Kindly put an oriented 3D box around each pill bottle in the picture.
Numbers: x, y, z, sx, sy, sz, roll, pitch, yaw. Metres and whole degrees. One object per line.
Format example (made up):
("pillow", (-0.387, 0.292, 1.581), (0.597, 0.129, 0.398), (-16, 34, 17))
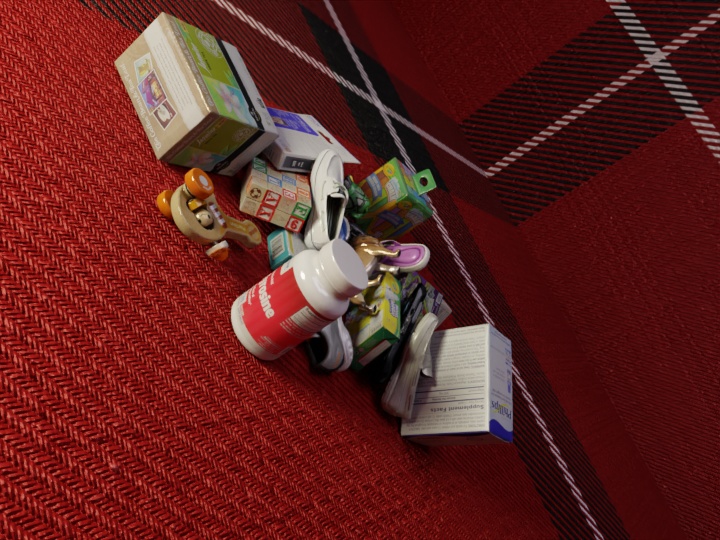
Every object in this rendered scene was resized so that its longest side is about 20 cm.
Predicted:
("pill bottle", (-0.089, 0.041, 1.007), (0.112, 0.199, 0.113), (43, 26, -27))

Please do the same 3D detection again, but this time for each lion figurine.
("lion figurine", (0.000, 0.000, 1.254), (0.200, 0.121, 0.073), (-49, 145, -49))

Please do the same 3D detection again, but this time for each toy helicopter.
("toy helicopter", (-0.217, -0.065, 1.054), (0.199, 0.078, 0.133), (20, 43, -60))

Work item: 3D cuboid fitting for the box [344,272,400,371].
("box", (0.022, 0.085, 1.275), (0.048, 0.117, 0.201), (38, 29, -22))

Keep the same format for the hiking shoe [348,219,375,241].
("hiking shoe", (0.001, -0.048, 1.483), (0.200, 0.075, 0.101), (49, 12, -35))

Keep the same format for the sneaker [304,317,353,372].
("sneaker", (-0.072, 0.076, 1.144), (0.079, 0.074, 0.202), (-1, 69, -53))

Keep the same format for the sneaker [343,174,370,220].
("sneaker", (-0.033, -0.137, 1.429), (0.085, 0.078, 0.200), (47, -7, -6))

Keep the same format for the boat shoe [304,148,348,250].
("boat shoe", (-0.050, -0.132, 1.241), (0.073, 0.066, 0.203), (19, 71, -43))

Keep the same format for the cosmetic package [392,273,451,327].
("cosmetic package", (0.093, 0.053, 1.458), (0.200, 0.103, 0.087), (41, 8, -35))

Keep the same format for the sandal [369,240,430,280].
("sandal", (0.045, -0.030, 1.362), (0.050, 0.201, 0.083), (49, 42, -41))

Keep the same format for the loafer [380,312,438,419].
("loafer", (0.104, 0.177, 1.249), (0.069, 0.202, 0.070), (24, -7, 7))

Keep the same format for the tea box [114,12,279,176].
("tea box", (-0.274, -0.291, 1.149), (0.196, 0.133, 0.202), (-1, 61, -63))

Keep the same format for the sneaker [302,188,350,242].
("sneaker", (-0.089, -0.092, 1.322), (0.088, 0.079, 0.200), (-2, 36, -35))

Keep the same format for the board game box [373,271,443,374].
("board game box", (0.095, 0.110, 1.362), (0.120, 0.032, 0.202), (40, 64, -39))

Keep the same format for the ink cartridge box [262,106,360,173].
("ink cartridge box", (-0.128, -0.259, 1.338), (0.199, 0.044, 0.198), (-1, 39, -44))

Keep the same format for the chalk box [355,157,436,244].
("chalk box", (0.088, -0.175, 1.631), (0.124, 0.199, 0.126), (29, 35, -46))

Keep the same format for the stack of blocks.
("stack of blocks", (-0.158, -0.161, 1.251), (0.114, 0.059, 0.201), (21, 28, -19))

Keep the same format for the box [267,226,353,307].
("box", (-0.086, -0.002, 1.260), (0.199, 0.049, 0.083), (35, 30, -41))

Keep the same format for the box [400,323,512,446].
("box", (0.183, 0.221, 1.273), (0.105, 0.182, 0.202), (34, 53, -46))

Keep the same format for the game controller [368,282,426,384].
("game controller", (0.070, 0.117, 1.261), (0.042, 0.105, 0.201), (23, 66, 9))
